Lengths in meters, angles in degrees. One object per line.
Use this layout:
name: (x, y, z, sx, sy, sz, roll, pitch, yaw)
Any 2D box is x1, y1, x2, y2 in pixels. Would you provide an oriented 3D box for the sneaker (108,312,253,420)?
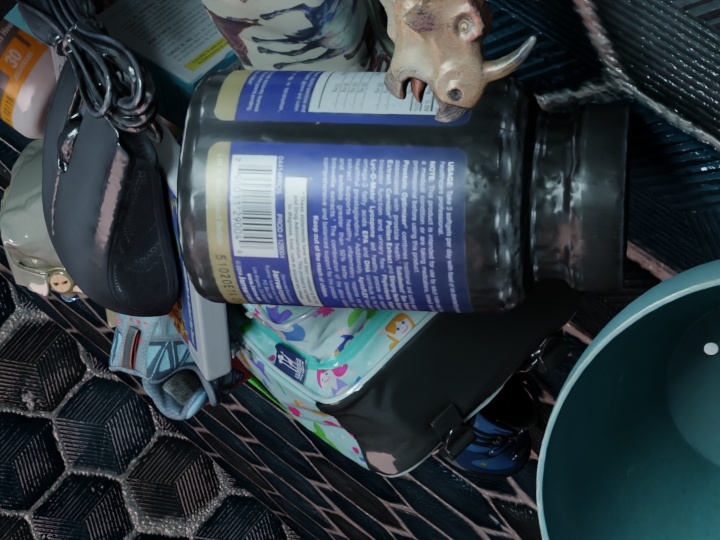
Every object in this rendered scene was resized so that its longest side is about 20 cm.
sneaker: (-0.108, 0.049, 1.069, 0.079, 0.096, 0.200, 15, 173, 25)

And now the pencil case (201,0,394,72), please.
pencil case: (-0.032, -0.139, 0.797, 0.089, 0.078, 0.200, 2, 149, 22)

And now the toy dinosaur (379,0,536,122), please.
toy dinosaur: (0.014, -0.166, 0.613, 0.135, 0.086, 0.200, 23, 144, 20)

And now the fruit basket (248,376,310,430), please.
fruit basket: (-0.058, 0.002, 1.194, 0.216, 0.156, 0.216, 37, -177, -2)

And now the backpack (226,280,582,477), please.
backpack: (0.000, 0.000, 0.944, 0.151, 0.178, 0.200, 53, 168, -32)

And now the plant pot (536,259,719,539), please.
plant pot: (0.184, 0.076, 0.746, 0.200, 0.200, 0.135, 41, -160, -4)

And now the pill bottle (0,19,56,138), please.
pill bottle: (-0.267, -0.193, 1.150, 0.200, 0.116, 0.116, 38, 166, 5)

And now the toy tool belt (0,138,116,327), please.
toy tool belt: (-0.210, -0.049, 1.292, 0.123, 0.125, 0.200, 55, -163, -29)

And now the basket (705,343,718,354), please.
basket: (0.210, 0.136, 0.930, 0.136, 0.123, 0.200, 32, 163, 26)

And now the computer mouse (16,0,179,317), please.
computer mouse: (-0.140, -0.051, 0.848, 0.139, 0.053, 0.200, 50, 155, 41)

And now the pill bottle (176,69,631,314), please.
pill bottle: (0.023, -0.036, 0.770, 0.200, 0.112, 0.112, 3, 156, 11)

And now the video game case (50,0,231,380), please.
video game case: (-0.125, -0.053, 0.918, 0.200, 0.018, 0.143, 55, 157, 35)

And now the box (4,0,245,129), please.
box: (-0.141, -0.159, 0.988, 0.200, 0.082, 0.049, 33, 149, 27)

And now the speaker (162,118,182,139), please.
speaker: (-0.145, -0.124, 1.126, 0.081, 0.081, 0.200, 38, 165, 5)

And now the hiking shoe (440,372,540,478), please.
hiking shoe: (0.095, 0.108, 1.232, 0.087, 0.074, 0.200, 30, 163, 37)

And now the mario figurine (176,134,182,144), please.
mario figurine: (-0.093, -0.054, 1.067, 0.200, 0.123, 0.106, -33, 71, 51)

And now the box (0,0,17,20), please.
box: (-0.256, -0.229, 0.881, 0.104, 0.182, 0.200, 24, 159, 45)
